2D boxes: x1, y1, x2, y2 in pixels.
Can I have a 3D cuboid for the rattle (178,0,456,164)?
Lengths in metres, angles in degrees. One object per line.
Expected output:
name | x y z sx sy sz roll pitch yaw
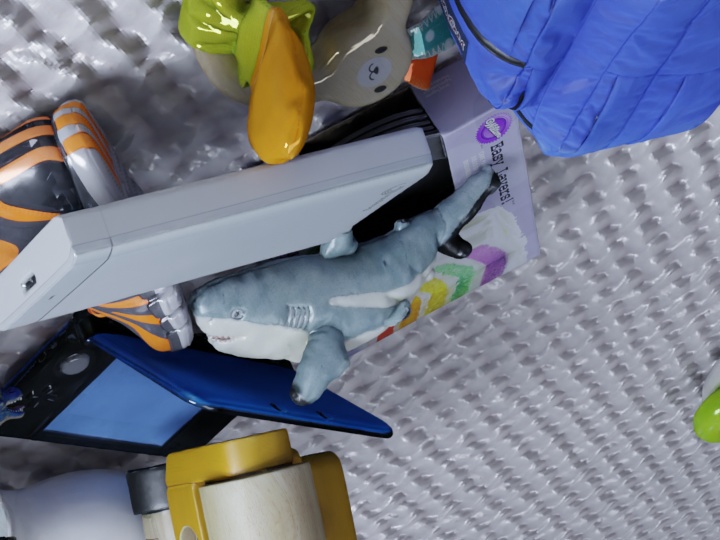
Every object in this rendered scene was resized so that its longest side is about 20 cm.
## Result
rattle | 0.012 -0.104 0.822 0.199 0.143 0.131 26 100 -47

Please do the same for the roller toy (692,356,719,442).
roller toy | 0.434 0.125 1.503 0.200 0.140 0.182 -43 147 20

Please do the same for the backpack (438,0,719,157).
backpack | 0.120 -0.158 0.816 0.166 0.164 0.200 -12 159 -11

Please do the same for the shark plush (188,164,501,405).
shark plush | 0.000 0.000 0.936 0.198 0.091 0.084 -25 119 2

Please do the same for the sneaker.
sneaker | -0.169 -0.008 0.878 0.111 0.078 0.201 -24 140 0

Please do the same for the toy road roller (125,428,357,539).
toy road roller | -0.054 0.166 1.021 0.145 0.125 0.199 -10 174 -30

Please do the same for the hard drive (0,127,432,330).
hard drive | -0.076 -0.020 0.792 0.198 0.027 0.132 -17 172 -32

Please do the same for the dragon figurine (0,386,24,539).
dragon figurine | -0.271 0.147 0.932 0.200 0.100 0.059 -38 -167 -37

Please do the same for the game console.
game console | -0.111 0.101 1.024 0.171 0.119 0.199 -42 147 23

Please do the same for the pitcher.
pitcher | -0.191 0.212 1.068 0.121 0.172 0.199 -46 145 18

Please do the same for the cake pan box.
cake pan box | 0.020 -0.034 1.011 0.183 0.053 0.201 -29 149 -6
